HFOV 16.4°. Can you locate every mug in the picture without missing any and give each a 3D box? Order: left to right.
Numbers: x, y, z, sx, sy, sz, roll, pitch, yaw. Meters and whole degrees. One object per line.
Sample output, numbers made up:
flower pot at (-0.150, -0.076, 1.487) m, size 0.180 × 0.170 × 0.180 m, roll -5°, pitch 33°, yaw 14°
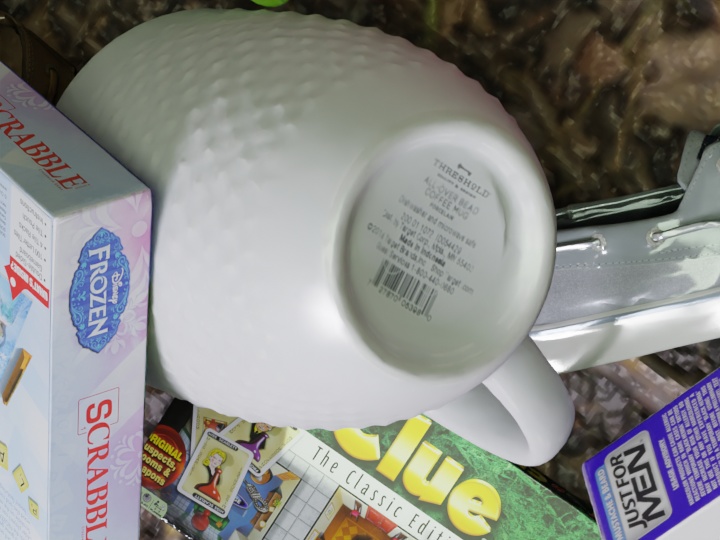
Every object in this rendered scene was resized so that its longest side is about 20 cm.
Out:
mug at (0.000, 0.000, 0.889) m, size 0.200 × 0.175 × 0.148 m, roll 46°, pitch 74°, yaw -27°

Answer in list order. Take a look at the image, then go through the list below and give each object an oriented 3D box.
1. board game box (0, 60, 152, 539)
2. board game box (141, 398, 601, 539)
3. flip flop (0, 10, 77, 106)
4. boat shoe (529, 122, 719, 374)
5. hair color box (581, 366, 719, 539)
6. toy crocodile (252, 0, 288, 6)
board game box at (-0.146, 0.016, 0.919) m, size 0.200 × 0.041 × 0.200 m, roll 40°, pitch 135°, yaw 42°
board game box at (0.011, 0.101, 0.997) m, size 0.200 × 0.023 × 0.105 m, roll 34°, pitch 99°, yaw 6°
flip flop at (-0.130, -0.050, 0.987) m, size 0.057 × 0.081 × 0.201 m, roll -25°, pitch 91°, yaw -6°
boat shoe at (0.135, -0.018, 0.931) m, size 0.200 × 0.070 × 0.072 m, roll -17°, pitch 100°, yaw 16°
hair color box at (0.193, 0.062, 0.897) m, size 0.200 × 0.065 × 0.109 m, roll -37°, pitch 124°, yaw 21°
toy crocodile at (-0.048, -0.150, 0.927) m, size 0.200 × 0.067 × 0.062 m, roll 24°, pitch 139°, yaw 39°
